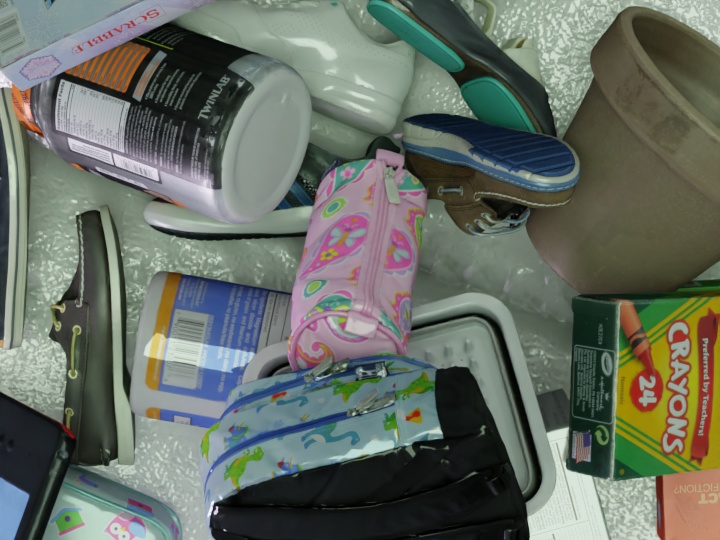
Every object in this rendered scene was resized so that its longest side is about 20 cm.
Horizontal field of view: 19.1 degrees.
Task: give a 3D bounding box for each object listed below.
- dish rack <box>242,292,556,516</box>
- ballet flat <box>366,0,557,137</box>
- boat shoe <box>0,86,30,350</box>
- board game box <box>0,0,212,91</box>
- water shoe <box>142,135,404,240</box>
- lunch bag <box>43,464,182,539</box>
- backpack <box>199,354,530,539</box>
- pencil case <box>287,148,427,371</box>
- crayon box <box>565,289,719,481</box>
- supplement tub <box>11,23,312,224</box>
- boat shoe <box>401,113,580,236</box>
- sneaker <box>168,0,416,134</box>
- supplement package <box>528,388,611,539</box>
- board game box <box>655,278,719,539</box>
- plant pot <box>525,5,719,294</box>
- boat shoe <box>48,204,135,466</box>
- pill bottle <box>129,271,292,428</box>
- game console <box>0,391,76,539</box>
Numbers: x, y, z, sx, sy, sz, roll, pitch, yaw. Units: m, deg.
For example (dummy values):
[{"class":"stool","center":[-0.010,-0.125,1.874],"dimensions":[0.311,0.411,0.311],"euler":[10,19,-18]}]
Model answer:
[{"class":"dish rack","center":[0.028,0.117,1.510],"dimensions":[0.199,0.044,0.172],"euler":[-16,67,3]},{"class":"ballet flat","center":[0.091,-0.161,1.593],"dimensions":[0.200,0.073,0.073],"euler":[42,96,-21]},{"class":"boat shoe","center":[-0.280,-0.039,1.617],"dimensions":[0.062,0.075,0.201],"euler":[4,102,-6]},{"class":"board game box","center":[-0.188,-0.257,1.527],"dimensions":[0.199,0.041,0.200],"euler":[-24,67,8]},{"class":"water shoe","center":[-0.065,-0.065,1.619],"dimensions":[0.199,0.072,0.079],"euler":[-2,87,-8]},{"class":"lunch bag","center":[-0.229,0.256,1.651],"dimensions":[0.160,0.077,0.200],"euler":[21,97,-3]},{"class":"backpack","center":[-0.007,0.133,1.410],"dimensions":[0.200,0.163,0.154],"euler":[-24,52,1]},{"class":"pencil case","center":[0.000,0.000,1.499],"dimensions":[0.087,0.200,0.088],"euler":[4,128,6]},{"class":"crayon box","center":[0.239,0.078,1.540],"dimensions":[0.200,0.051,0.127],"euler":[-3,96,-37]},{"class":"supplement tub","center":[-0.146,-0.117,1.553],"dimensions":[0.200,0.122,0.123],"euler":[21,98,27]},{"class":"boat shoe","center":[0.097,-0.064,1.558],"dimensions":[0.072,0.200,0.073],"euler":[-9,107,-23]},{"class":"sneaker","center":[-0.054,-0.177,1.607],"dimensions":[0.200,0.075,0.089],"euler":[23,80,-4]},{"class":"supplement package","center":[0.080,0.195,1.601],"dimensions":[0.199,0.152,0.151],"euler":[-15,96,3]},{"class":"board game box","center":[0.302,0.106,1.644],"dimensions":[0.153,0.040,0.201],"euler":[-3,97,1]},{"class":"plant pot","center":[0.215,-0.064,1.563],"dimensions":[0.200,0.200,0.175],"euler":[38,113,-4]},{"class":"boat shoe","center":[-0.206,0.052,1.627],"dimensions":[0.060,0.072,0.202],"euler":[-4,100,-3]},{"class":"pill bottle","center":[-0.066,0.070,1.608],"dimensions":[0.199,0.112,0.112],"euler":[10,97,-1]},{"class":"game console","center":[-0.293,0.188,1.597],"dimensions":[0.031,0.177,0.201],"euler":[20,90,-38]}]
